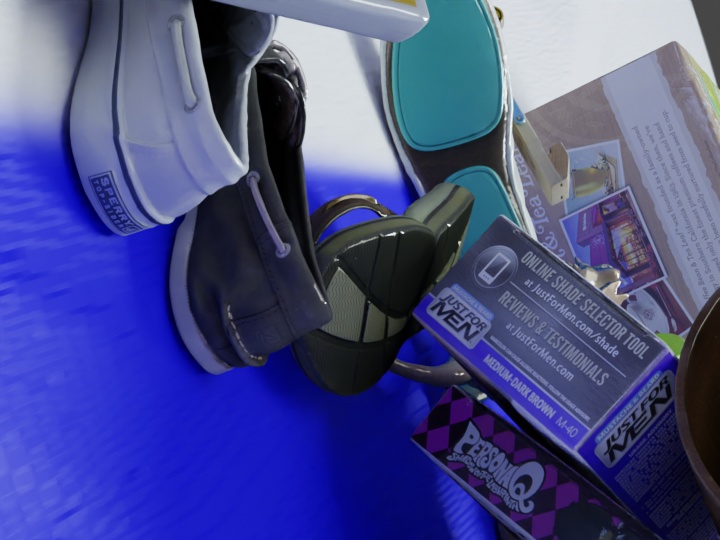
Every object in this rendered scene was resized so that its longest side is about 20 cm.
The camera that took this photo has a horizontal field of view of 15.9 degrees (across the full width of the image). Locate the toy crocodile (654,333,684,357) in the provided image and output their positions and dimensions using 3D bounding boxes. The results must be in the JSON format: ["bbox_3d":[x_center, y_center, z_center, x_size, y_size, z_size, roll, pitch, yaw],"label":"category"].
[{"bbox_3d":[0.178,0.070,1.279,0.200,0.062,0.068,21,-49,63],"label":"toy crocodile"}]

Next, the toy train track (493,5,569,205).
[{"bbox_3d":[0.071,-0.124,1.391,0.115,0.032,0.200,80,-15,-63],"label":"toy train track"}]

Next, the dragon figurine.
[{"bbox_3d":[0.065,0.037,1.253,0.200,0.099,0.059,-15,97,-34],"label":"dragon figurine"}]

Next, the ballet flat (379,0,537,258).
[{"bbox_3d":[0.051,-0.064,1.344,0.069,0.069,0.200,-41,118,-72],"label":"ballet flat"}]

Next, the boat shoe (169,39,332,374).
[{"bbox_3d":[-0.038,-0.044,1.025,0.067,0.057,0.200,56,24,-44],"label":"boat shoe"}]

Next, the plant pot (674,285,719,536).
[{"bbox_3d":[0.234,0.108,1.079,0.200,0.186,0.187,75,10,-47],"label":"plant pot"}]

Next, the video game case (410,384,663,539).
[{"bbox_3d":[0.122,0.139,1.115,0.181,0.036,0.200,39,-4,27],"label":"video game case"}]

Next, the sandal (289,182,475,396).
[{"bbox_3d":[0.000,0.001,1.110,0.201,0.057,0.080,-30,142,-73],"label":"sandal"}]

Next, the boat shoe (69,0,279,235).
[{"bbox_3d":[-0.062,-0.094,0.978,0.074,0.065,0.200,57,23,-43],"label":"boat shoe"}]

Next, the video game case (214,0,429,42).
[{"bbox_3d":[-0.070,-0.182,0.957,0.200,0.023,0.182,9,59,-44],"label":"video game case"}]

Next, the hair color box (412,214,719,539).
[{"bbox_3d":[0.113,0.067,1.141,0.109,0.065,0.200,41,-5,37],"label":"hair color box"}]

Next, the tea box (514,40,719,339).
[{"bbox_3d":[0.190,-0.001,1.547,0.200,0.133,0.197,69,15,17],"label":"tea box"}]

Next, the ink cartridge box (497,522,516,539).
[{"bbox_3d":[0.150,0.194,1.375,0.165,0.075,0.200,-38,109,-71],"label":"ink cartridge box"}]
